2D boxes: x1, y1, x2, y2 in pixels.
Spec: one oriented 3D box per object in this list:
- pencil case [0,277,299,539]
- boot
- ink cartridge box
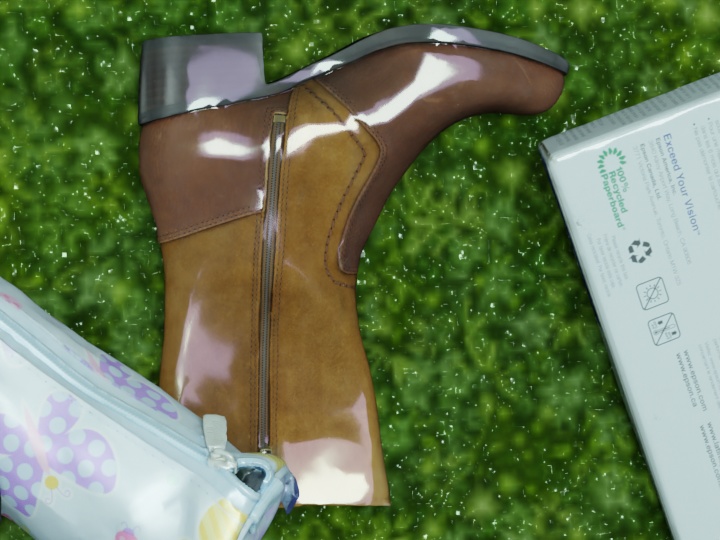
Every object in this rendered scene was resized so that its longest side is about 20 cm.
[{"bbox_3d":[-0.124,0.061,0.868,0.199,0.091,0.083,32,61,6],"label":"pencil case"},{"bbox_3d":[0.000,0.000,0.926,0.186,0.068,0.202,-3,90,-12],"label":"boot"},{"bbox_3d":[0.199,0.003,0.934,0.198,0.043,0.198,-20,107,2],"label":"ink cartridge box"}]
